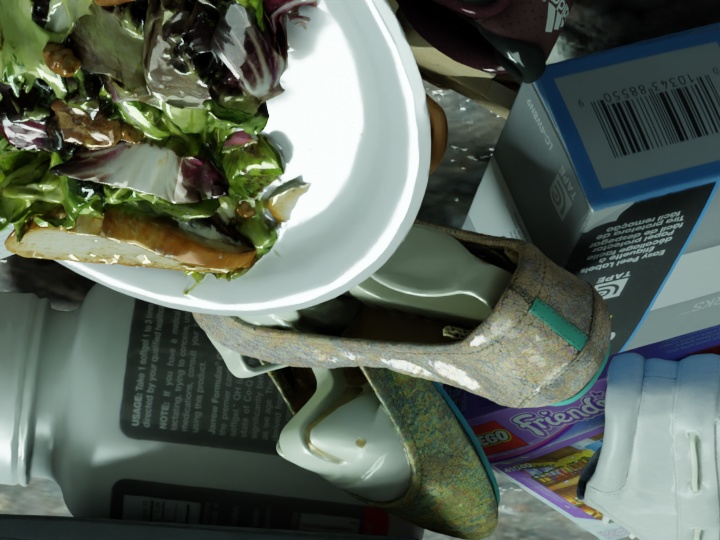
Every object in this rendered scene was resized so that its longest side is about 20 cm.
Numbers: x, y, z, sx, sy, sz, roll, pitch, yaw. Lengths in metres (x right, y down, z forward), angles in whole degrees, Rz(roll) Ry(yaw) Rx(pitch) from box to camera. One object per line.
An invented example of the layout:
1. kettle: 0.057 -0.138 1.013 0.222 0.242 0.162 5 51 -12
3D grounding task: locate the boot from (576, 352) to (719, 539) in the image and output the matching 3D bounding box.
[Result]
1. boot: 0.141 0.098 1.274 0.095 0.074 0.200 7 142 7

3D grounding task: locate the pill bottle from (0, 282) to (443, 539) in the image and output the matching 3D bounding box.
1. pill bottle: -0.068 0.060 1.267 0.199 0.111 0.111 7 150 -3

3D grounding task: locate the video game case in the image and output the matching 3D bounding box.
1. video game case: -0.035 0.131 1.254 0.199 0.026 0.181 1 168 23

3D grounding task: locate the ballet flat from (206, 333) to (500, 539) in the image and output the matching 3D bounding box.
1. ballet flat: -0.019 0.037 1.169 0.071 0.071 0.200 -22 104 39

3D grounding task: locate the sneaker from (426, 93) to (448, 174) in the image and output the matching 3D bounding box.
1. sneaker: -0.057 -0.077 1.036 0.199 0.073 0.085 15 177 -23

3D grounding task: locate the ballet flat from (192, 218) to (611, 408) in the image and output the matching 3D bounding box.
1. ballet flat: 0.000 0.000 1.047 0.200 0.068 0.067 7 158 41

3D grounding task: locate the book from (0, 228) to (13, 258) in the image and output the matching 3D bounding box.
1. book: -0.177 -0.041 1.090 0.133 0.048 0.200 -15 167 36

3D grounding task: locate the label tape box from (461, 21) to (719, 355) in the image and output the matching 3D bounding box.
1. label tape box: 0.113 -0.014 1.107 0.143 0.066 0.200 -15 153 -20

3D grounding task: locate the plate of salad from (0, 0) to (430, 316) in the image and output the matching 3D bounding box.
1. plate of salad: -0.074 -0.057 0.928 0.199 0.048 0.201 16 135 17

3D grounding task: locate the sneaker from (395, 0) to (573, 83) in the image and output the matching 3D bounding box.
1. sneaker: 0.083 -0.111 0.946 0.199 0.116 0.076 -2 149 13

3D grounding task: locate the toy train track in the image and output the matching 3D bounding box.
1. toy train track: -0.012 -0.107 1.045 0.200 0.033 0.115 27 176 -21

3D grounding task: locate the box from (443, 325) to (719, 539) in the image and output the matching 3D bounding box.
1. box: 0.150 0.058 1.301 0.200 0.039 0.137 -19 143 35
